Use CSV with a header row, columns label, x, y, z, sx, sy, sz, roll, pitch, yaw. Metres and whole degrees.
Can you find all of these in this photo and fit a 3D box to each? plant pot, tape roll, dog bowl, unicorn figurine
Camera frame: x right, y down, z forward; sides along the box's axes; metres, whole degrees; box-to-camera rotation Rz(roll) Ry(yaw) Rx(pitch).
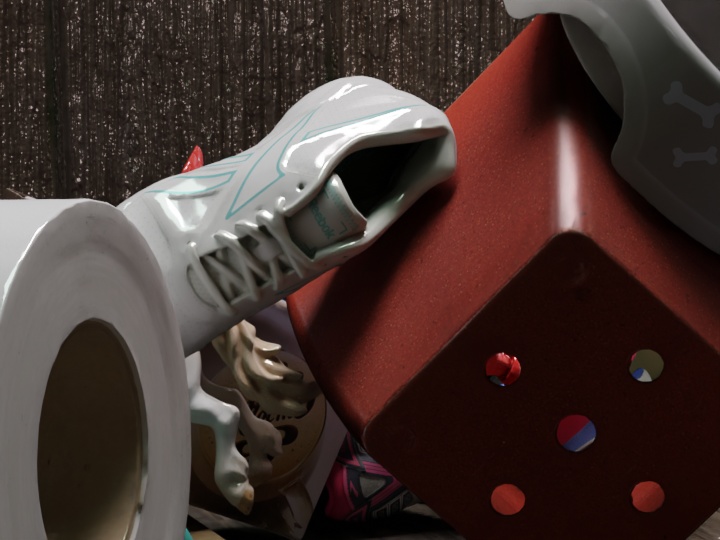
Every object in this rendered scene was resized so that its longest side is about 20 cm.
label,x,y,z,sx,sy,sz,roll,pitch,yaw
plant pot,0.093,0.035,1.265,0.200,0.200,0.176,-45,12,17
tape roll,-0.135,0.073,1.127,0.070,0.204,0.202,-1,5,18
dog bowl,0.151,-0.093,1.266,0.059,0.201,0.200,-43,-15,26
unicorn figurine,-0.125,0.083,1.335,0.200,0.138,0.074,-43,14,-20

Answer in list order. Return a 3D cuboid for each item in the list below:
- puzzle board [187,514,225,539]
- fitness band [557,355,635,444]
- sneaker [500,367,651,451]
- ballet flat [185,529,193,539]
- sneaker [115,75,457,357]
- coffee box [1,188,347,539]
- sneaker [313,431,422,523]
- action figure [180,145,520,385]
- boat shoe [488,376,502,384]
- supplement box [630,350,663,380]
label,x,y,z,sx,sy,sz,roll,pitch,yaw
puzzle board,-0.178,0.140,1.435,0.198,0.018,0.151,-4,7,-17
fitness band,0.095,0.013,1.502,0.143,0.037,0.201,-33,35,22
sneaker,0.098,0.084,1.541,0.075,0.089,0.199,-8,6,-37
ballet flat,-0.133,0.079,1.267,0.063,0.201,0.069,-28,6,5
sneaker,-0.044,-0.019,1.245,0.200,0.071,0.080,-38,23,-17
coffee box,-0.102,0.049,1.437,0.199,0.114,0.080,23,2,-38
sneaker,-0.026,0.091,1.564,0.074,0.081,0.200,-18,10,-25
action figure,0.000,0.000,1.400,0.199,0.066,0.099,28,22,-4
boat shoe,0.096,0.079,1.657,0.073,0.063,0.201,-32,21,-32
supplement box,0.174,-0.002,1.661,0.199,0.200,0.135,5,51,55
